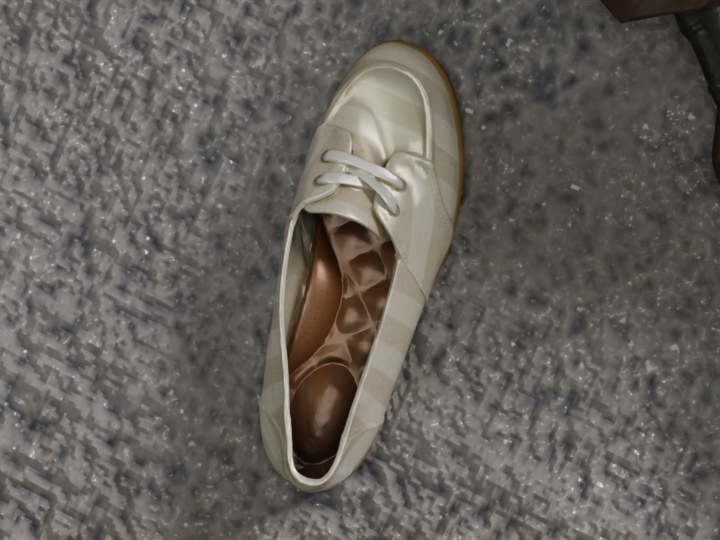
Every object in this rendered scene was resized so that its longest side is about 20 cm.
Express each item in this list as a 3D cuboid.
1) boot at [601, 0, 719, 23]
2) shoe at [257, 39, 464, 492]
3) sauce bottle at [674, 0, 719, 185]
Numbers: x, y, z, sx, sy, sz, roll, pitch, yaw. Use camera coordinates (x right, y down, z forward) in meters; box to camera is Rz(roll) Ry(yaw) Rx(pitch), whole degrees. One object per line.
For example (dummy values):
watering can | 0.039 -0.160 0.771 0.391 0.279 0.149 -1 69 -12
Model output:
boot | 0.059 -0.155 1.024 0.186 0.064 0.200 -44 73 4
shoe | 0.000 0.000 1.061 0.069 0.053 0.201 13 93 7
sauce bottle | 0.186 -0.027 1.029 0.064 0.065 0.201 -24 87 8
